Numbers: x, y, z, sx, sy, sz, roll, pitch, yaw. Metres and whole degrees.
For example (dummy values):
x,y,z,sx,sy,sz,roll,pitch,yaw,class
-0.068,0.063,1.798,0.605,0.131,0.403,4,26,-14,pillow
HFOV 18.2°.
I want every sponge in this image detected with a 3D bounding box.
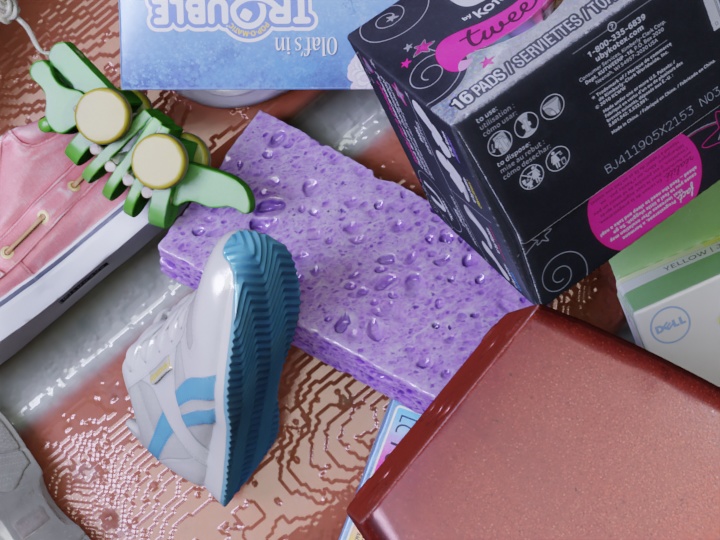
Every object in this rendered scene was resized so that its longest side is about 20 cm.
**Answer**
x,y,z,sx,sy,sz,roll,pitch,yaw,class
0.000,0.000,1.244,0.200,0.030,0.112,28,60,14,sponge

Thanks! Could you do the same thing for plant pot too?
x,y,z,sx,sy,sz,roll,pitch,yaw,class
0.103,0.124,1.109,0.176,0.200,0.200,40,85,-1,plant pot

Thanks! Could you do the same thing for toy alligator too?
x,y,z,sx,sy,sz,roll,pitch,yaw,class
-0.147,-0.080,1.231,0.200,0.059,0.054,38,99,5,toy alligator

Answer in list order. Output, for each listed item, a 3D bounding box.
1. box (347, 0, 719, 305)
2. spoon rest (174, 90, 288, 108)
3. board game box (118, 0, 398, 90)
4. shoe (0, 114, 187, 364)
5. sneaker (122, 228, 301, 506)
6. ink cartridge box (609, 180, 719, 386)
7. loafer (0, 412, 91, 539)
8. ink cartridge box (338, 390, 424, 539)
x,y,z,sx,sy,sz,roll,pitch,yaw,class
0.117,-0.105,1.115,0.200,0.115,0.132,-36,129,-9,box
-0.027,-0.130,1.271,0.199,0.061,0.100,7,126,2,spoon rest
-0.030,-0.196,1.196,0.199,0.043,0.200,0,102,6,board game box
-0.200,-0.013,1.273,0.200,0.071,0.091,-39,85,-5,shoe
-0.085,0.047,1.209,0.081,0.200,0.077,29,50,14,sneaker
0.207,-0.013,1.219,0.145,0.048,0.200,-23,119,2,ink cartridge box
-0.192,0.168,1.273,0.063,0.072,0.200,-33,84,44,loafer
0.089,0.161,1.248,0.200,0.076,0.137,20,88,2,ink cartridge box
